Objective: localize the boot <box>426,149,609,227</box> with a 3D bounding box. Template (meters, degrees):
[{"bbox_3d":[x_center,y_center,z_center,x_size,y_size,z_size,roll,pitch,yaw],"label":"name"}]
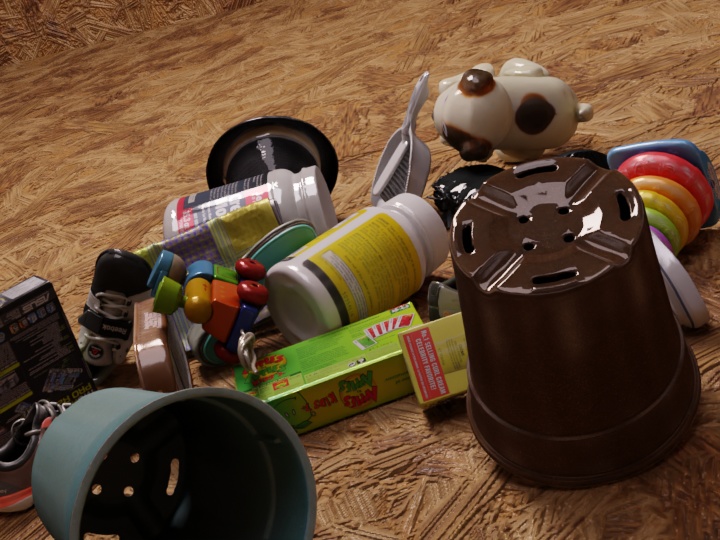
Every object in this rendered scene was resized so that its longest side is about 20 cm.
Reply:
[{"bbox_3d":[0.193,-0.102,1.465,0.197,0.074,0.162,-23,17,-15],"label":"boot"}]

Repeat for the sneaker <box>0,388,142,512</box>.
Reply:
[{"bbox_3d":[-0.296,0.164,1.210,0.199,0.083,0.077,-32,27,-28],"label":"sneaker"}]

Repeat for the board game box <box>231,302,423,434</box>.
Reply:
[{"bbox_3d":[-0.025,0.103,1.188,0.198,0.048,0.102,-20,22,-4],"label":"board game box"}]

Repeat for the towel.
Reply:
[{"bbox_3d":[-0.164,0.011,1.389,0.198,0.145,0.023,-20,-7,3],"label":"towel"}]

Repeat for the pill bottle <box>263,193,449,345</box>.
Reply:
[{"bbox_3d":[0.000,0.000,1.316,0.199,0.115,0.114,-34,28,-33],"label":"pill bottle"}]

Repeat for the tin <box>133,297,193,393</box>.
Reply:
[{"bbox_3d":[-0.206,0.098,1.252,0.041,0.113,0.200,-20,24,-2],"label":"tin"}]

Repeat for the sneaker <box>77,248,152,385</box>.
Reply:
[{"bbox_3d":[-0.279,0.059,1.342,0.073,0.201,0.089,16,49,-6],"label":"sneaker"}]

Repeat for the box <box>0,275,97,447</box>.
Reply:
[{"bbox_3d":[-0.395,0.122,1.277,0.199,0.162,0.044,-33,29,-30],"label":"box"}]

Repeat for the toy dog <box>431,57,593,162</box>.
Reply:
[{"bbox_3d":[0.178,-0.193,1.525,0.199,0.141,0.193,-8,23,-44],"label":"toy dog"}]

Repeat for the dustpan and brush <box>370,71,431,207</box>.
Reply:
[{"bbox_3d":[0.058,-0.155,1.530,0.201,0.057,0.140,-62,22,10],"label":"dustpan and brush"}]

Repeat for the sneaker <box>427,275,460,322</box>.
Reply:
[{"bbox_3d":[0.150,0.013,1.218,0.199,0.080,0.074,-26,23,-30],"label":"sneaker"}]

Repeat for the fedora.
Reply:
[{"bbox_3d":[-0.115,-0.106,1.582,0.198,0.201,0.092,-15,49,8],"label":"fedora"}]

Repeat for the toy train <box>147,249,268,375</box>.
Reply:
[{"bbox_3d":[-0.158,0.041,1.200,0.115,0.085,0.200,19,16,-13],"label":"toy train"}]

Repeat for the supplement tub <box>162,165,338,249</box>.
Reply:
[{"bbox_3d":[-0.132,-0.044,1.476,0.198,0.142,0.141,-16,23,6],"label":"supplement tub"}]

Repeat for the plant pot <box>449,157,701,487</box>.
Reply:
[{"bbox_3d":[0.161,0.032,0.950,0.198,0.199,0.201,-12,42,11],"label":"plant pot"}]

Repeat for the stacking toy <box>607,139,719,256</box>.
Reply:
[{"bbox_3d":[0.289,-0.035,1.219,0.109,0.117,0.201,-3,39,38],"label":"stacking toy"}]

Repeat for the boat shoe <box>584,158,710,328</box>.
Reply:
[{"bbox_3d":[0.250,-0.015,1.136,0.065,0.074,0.201,-37,65,2],"label":"boat shoe"}]

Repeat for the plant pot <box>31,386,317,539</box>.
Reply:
[{"bbox_3d":[-0.167,0.181,0.961,0.199,0.202,0.195,-30,18,-26],"label":"plant pot"}]

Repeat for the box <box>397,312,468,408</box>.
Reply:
[{"bbox_3d":[0.138,0.063,1.111,0.198,0.076,0.050,-17,-11,1],"label":"box"}]

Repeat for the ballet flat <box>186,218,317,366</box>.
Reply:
[{"bbox_3d":[-0.128,0.016,1.343,0.201,0.067,0.064,-53,34,-1],"label":"ballet flat"}]
